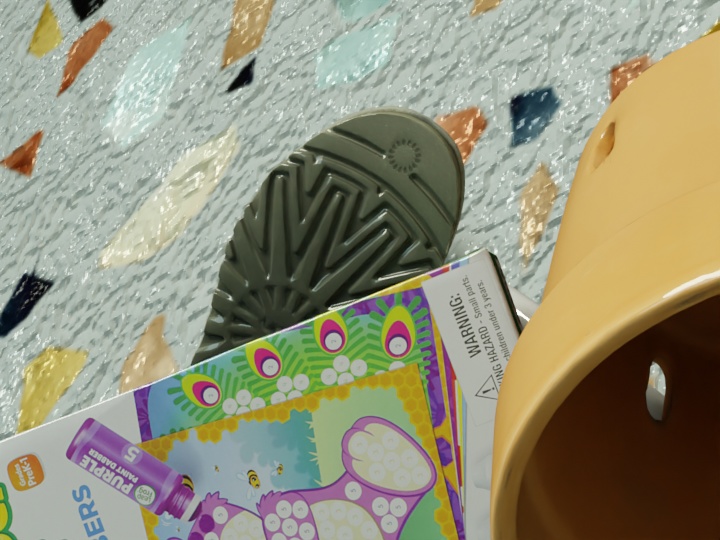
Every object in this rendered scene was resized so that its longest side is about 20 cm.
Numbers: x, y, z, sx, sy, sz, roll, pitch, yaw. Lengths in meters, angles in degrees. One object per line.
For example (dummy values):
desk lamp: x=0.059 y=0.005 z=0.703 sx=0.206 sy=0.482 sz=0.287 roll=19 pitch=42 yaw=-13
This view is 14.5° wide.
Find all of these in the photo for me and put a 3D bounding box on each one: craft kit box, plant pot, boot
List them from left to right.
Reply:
craft kit box: x=-0.015 y=0.121 z=0.883 sx=0.196 sy=0.201 sz=0.049 roll=-22 pitch=-5 yaw=6
boot: x=-0.001 y=-0.002 z=1.038 sx=0.182 sy=0.072 sz=0.200 roll=-54 pitch=-6 yaw=23
plant pot: x=0.134 y=0.020 z=0.821 sx=0.200 sy=0.200 sz=0.141 roll=-35 pitch=34 yaw=28

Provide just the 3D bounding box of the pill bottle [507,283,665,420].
pill bottle: x=0.023 y=0.108 z=0.958 sx=0.201 sy=0.114 sz=0.114 roll=-55 pitch=33 yaw=0
